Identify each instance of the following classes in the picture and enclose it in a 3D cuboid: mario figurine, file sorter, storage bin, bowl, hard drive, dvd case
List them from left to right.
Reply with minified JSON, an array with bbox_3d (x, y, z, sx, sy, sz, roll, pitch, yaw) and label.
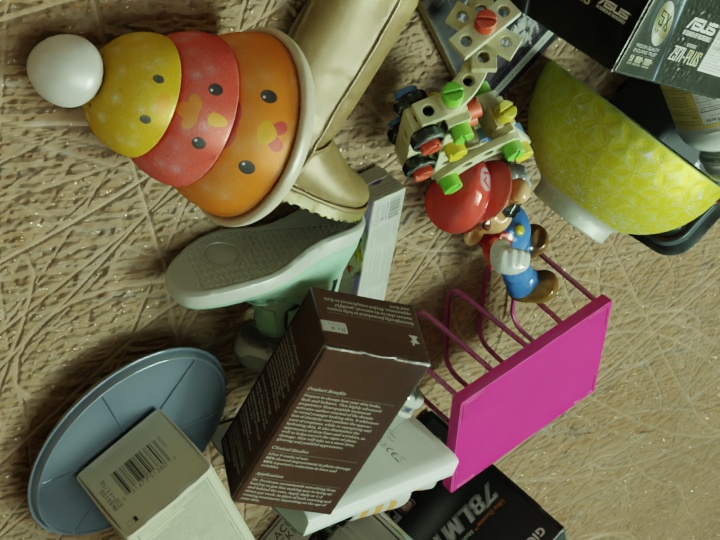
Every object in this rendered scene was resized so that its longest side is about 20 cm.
[{"bbox_3d":[-0.021,0.166,1.774,0.199,0.132,0.027,-15,137,-45],"label":"hard drive"},{"bbox_3d":[0.125,0.087,1.889,0.199,0.125,0.139,-32,146,-27],"label":"file sorter"},{"bbox_3d":[0.122,-0.233,1.651,0.149,0.016,0.200,-48,149,-8],"label":"dvd case"},{"bbox_3d":[0.140,-0.045,1.773,0.106,0.123,0.200,-50,145,-3],"label":"mario figurine"},{"bbox_3d":[0.219,-0.091,1.755,0.108,0.200,0.200,-54,149,9],"label":"bowl"},{"bbox_3d":[0.321,-0.135,1.916,0.200,0.145,0.134,-47,139,-6],"label":"storage bin"}]

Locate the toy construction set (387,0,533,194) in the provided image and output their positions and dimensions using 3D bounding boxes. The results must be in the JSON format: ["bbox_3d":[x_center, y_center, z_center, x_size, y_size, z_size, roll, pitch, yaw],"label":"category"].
[{"bbox_3d":[0.088,-0.135,1.608,0.130,0.092,0.200,-22,151,-11],"label":"toy construction set"}]

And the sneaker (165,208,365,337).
[{"bbox_3d":[-0.082,0.022,1.598,0.200,0.074,0.119,-21,139,-40],"label":"sneaker"}]

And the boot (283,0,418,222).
[{"bbox_3d":[-0.008,-0.143,1.531,0.175,0.066,0.201,11,113,-57],"label":"boot"}]

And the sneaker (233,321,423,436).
[{"bbox_3d":[-0.035,0.108,1.707,0.199,0.075,0.082,26,107,-33],"label":"sneaker"}]

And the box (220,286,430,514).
[{"bbox_3d":[-0.033,0.112,1.619,0.100,0.075,0.200,11,132,-26],"label":"box"}]

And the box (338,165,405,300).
[{"bbox_3d":[0.000,0.000,1.717,0.041,0.039,0.201,-25,141,-34],"label":"box"}]

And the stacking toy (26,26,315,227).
[{"bbox_3d":[-0.144,-0.116,1.347,0.199,0.146,0.147,11,115,-38],"label":"stacking toy"}]

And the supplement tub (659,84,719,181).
[{"bbox_3d":[0.341,-0.198,1.774,0.145,0.145,0.201,-32,107,-28],"label":"supplement tub"}]

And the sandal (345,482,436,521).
[{"bbox_3d":[-0.026,0.203,1.840,0.206,0.079,0.060,4,113,-32],"label":"sandal"}]

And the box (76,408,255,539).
[{"bbox_3d":[-0.156,0.212,1.638,0.095,0.078,0.200,-39,150,-13],"label":"box"}]

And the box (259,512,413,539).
[{"bbox_3d":[0.002,0.296,1.879,0.117,0.200,0.060,-49,148,1],"label":"box"}]

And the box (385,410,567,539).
[{"bbox_3d":[0.072,0.274,1.947,0.200,0.198,0.050,-43,149,-12],"label":"box"}]

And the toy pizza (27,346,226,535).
[{"bbox_3d":[-0.196,0.138,1.609,0.200,0.032,0.201,-32,147,-24],"label":"toy pizza"}]

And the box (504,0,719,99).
[{"bbox_3d":[0.218,-0.228,1.610,0.199,0.164,0.086,5,118,-54],"label":"box"}]
